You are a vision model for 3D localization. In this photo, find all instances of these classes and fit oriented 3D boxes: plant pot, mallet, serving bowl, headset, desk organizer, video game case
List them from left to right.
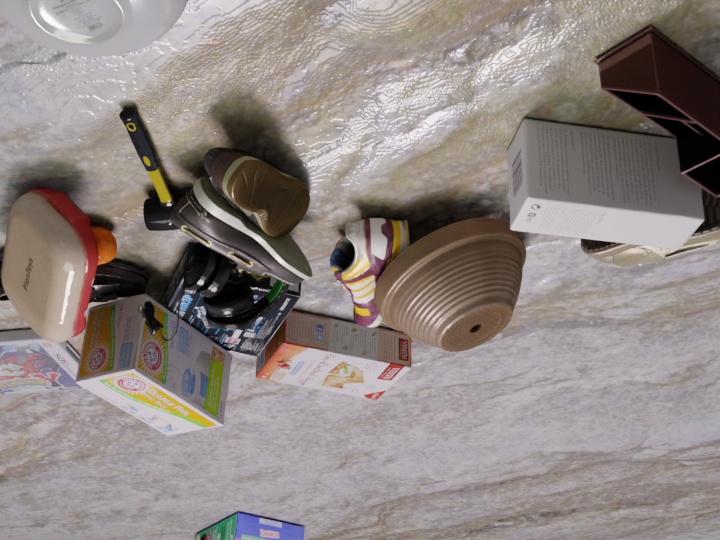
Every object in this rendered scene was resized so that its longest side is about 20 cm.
[{"bbox_3d":[-0.521,0.142,1.821,0.196,0.023,0.183,-5,150,10],"label":"video game case"},{"bbox_3d":[-0.247,-0.252,1.059,0.196,0.067,0.201,1,152,0],"label":"serving bowl"},{"bbox_3d":[-0.242,-0.110,1.350,0.065,0.042,0.201,-9,145,12],"label":"mallet"},{"bbox_3d":[-0.180,0.016,1.482,0.199,0.094,0.124,-34,121,-6],"label":"headset"},{"bbox_3d":[0.123,0.034,1.465,0.198,0.094,0.202,-18,150,-11],"label":"plant pot"},{"bbox_3d":[0.326,-0.154,1.203,0.198,0.078,0.071,24,144,-35],"label":"desk organizer"}]

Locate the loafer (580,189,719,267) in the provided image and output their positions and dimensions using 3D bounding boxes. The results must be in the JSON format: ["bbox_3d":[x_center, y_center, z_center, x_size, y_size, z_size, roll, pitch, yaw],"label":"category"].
[{"bbox_3d":[0.356,-0.050,1.400,0.198,0.077,0.068,-11,152,39],"label":"loafer"}]

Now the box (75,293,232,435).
[{"bbox_3d":[-0.273,0.130,1.606,0.100,0.114,0.200,-13,146,28],"label":"box"}]

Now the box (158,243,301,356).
[{"bbox_3d":[-0.182,0.045,1.609,0.157,0.047,0.200,12,149,-17],"label":"box"}]

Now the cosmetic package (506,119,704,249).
[{"bbox_3d":[0.262,-0.092,1.293,0.196,0.103,0.072,7,152,-8],"label":"cosmetic package"}]

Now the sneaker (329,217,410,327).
[{"bbox_3d":[0.000,0.000,1.501,0.089,0.076,0.201,5,142,-12],"label":"sneaker"}]

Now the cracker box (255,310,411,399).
[{"bbox_3d":[-0.040,0.125,1.738,0.197,0.059,0.134,11,150,-19],"label":"cracker box"}]

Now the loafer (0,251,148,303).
[{"bbox_3d":[-0.377,0.022,1.558,0.197,0.064,0.072,8,151,-12],"label":"loafer"}]

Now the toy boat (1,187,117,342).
[{"bbox_3d":[-0.352,-0.013,1.452,0.130,0.130,0.201,-27,151,-43],"label":"toy boat"}]

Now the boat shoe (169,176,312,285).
[{"bbox_3d":[-0.137,-0.035,1.403,0.060,0.072,0.201,-39,131,16],"label":"boat shoe"}]

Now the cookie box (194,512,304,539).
[{"bbox_3d":[-0.242,0.592,2.564,0.169,0.076,0.199,19,145,-28],"label":"cookie box"}]

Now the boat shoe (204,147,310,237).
[{"bbox_3d":[-0.114,-0.095,1.343,0.065,0.073,0.200,40,178,21],"label":"boat shoe"}]
